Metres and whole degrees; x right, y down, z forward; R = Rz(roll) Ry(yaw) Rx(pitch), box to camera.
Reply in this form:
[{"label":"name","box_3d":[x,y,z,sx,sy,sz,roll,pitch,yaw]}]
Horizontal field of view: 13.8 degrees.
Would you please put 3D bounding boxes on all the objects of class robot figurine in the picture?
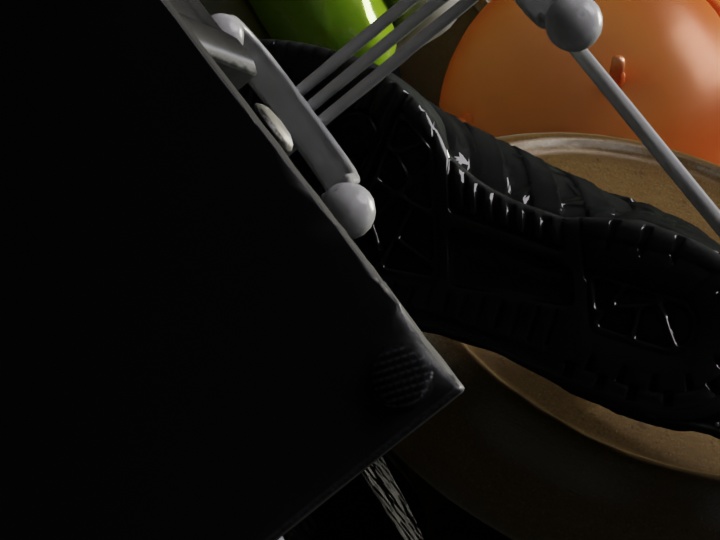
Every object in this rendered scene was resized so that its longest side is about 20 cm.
[{"label":"robot figurine","box_3d":[0.101,-0.045,1.043,0.144,0.117,0.200,36,12,31]}]

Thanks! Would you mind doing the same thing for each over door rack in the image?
[{"label":"over door rack","box_3d":[0.020,0.012,0.697,0.200,0.148,0.067,53,7,18]}]

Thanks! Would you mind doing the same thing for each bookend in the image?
[{"label":"bookend","box_3d":[-0.060,-0.028,0.625,0.200,0.092,0.199,53,7,7]}]

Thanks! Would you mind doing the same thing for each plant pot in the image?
[{"label":"plant pot","box_3d":[0.086,0.018,0.863,0.199,0.028,0.201,13,36,-9]}]

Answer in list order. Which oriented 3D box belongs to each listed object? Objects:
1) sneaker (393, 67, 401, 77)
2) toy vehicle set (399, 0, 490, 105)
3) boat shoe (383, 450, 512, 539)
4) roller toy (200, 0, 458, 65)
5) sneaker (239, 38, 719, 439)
[{"label":"sneaker","box_3d":[-0.048,-0.097,1.126,0.074,0.086,0.201,-11,83,-54]},{"label":"toy vehicle set","box_3d":[0.045,-0.036,1.179,0.200,0.124,0.027,50,33,-13]},{"label":"boat shoe","box_3d":[0.054,0.079,0.869,0.068,0.072,0.201,52,8,-49]},{"label":"roller toy","box_3d":[-0.065,-0.125,0.886,0.183,0.139,0.200,61,4,-5]},{"label":"sneaker","box_3d":[0.052,0.003,0.781,0.199,0.060,0.104,26,1,19]}]
